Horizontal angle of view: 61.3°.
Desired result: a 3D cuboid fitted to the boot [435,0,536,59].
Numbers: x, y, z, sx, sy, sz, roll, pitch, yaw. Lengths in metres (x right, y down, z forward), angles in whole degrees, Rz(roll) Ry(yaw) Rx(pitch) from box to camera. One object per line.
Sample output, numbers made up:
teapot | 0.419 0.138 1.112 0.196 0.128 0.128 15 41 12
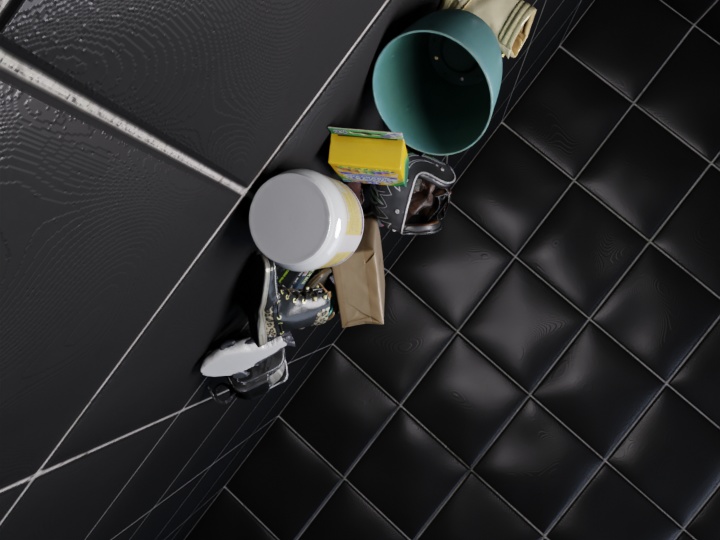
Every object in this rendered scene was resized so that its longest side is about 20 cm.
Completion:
boot | 0.203 -0.408 1.046 0.073 0.155 0.201 -45 170 -33

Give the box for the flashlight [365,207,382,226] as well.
flashlight | 0.018 -0.125 1.628 0.067 0.069 0.199 -9 -160 37

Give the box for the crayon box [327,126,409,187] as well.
crayon box | 0.016 -0.189 1.037 0.200 0.122 0.053 22 75 -82

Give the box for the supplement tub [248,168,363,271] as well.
supplement tub | -0.078 -0.075 0.928 0.147 0.145 0.200 -52 172 9

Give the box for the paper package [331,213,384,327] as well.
paper package | 0.000 0.000 1.402 0.201 0.100 0.196 -84 167 -63

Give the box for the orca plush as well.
orca plush | -0.232 0.145 1.222 0.197 0.106 0.072 -32 -140 10

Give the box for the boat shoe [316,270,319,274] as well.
boat shoe | -0.130 0.034 1.415 0.202 0.071 0.070 -50 173 -17

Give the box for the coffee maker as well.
coffee maker | -0.249 0.224 1.343 0.193 0.134 0.201 -48 172 -16

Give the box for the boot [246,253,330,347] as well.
boot | -0.130 0.042 1.124 0.150 0.074 0.208 -14 135 -27

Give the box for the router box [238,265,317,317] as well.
router box | -0.148 0.013 1.241 0.202 0.062 0.150 -53 174 6

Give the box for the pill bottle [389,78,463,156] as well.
pill bottle | 0.146 -0.339 1.202 0.201 0.111 0.112 -51 173 -3

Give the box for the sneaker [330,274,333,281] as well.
sneaker | -0.070 -0.012 1.607 0.203 0.067 0.108 -52 174 27

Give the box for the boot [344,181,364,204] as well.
boot | -0.042 -0.142 1.197 0.203 0.070 0.169 81 22 -50

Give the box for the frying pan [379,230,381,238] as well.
frying pan | 0.027 -0.084 1.631 0.114 0.032 0.187 -31 -163 -38

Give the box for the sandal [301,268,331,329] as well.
sandal | -0.098 0.069 1.342 0.081 0.054 0.203 -39 161 -49

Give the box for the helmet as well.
helmet | 0.111 -0.182 1.420 0.185 0.205 0.201 -1 150 -19

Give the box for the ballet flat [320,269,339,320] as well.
ballet flat | -0.078 0.061 1.454 0.068 0.072 0.201 -43 -142 7

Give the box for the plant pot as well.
plant pot | 0.137 -0.318 0.972 0.162 0.198 0.202 -58 179 -39
